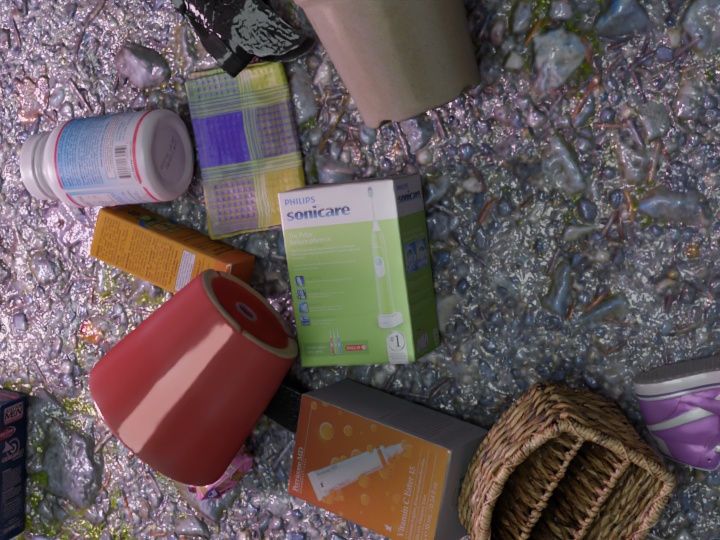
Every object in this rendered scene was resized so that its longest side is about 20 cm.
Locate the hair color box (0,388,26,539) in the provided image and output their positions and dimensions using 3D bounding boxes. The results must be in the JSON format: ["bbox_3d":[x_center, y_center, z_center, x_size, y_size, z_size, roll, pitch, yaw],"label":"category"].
[{"bbox_3d":[-0.514,0.263,1.678,0.099,0.060,0.203,10,104,22],"label":"hair color box"}]

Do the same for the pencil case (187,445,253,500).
[{"bbox_3d":[-0.223,0.192,1.522,0.200,0.086,0.083,48,148,10],"label":"pencil case"}]

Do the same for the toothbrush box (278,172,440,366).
[{"bbox_3d":[0.000,0.000,1.381,0.144,0.086,0.203,-5,98,26],"label":"toothbrush box"}]

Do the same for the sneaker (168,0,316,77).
[{"bbox_3d":[-0.148,-0.303,1.412,0.104,0.060,0.201,-40,74,12],"label":"sneaker"}]

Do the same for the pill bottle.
[{"bbox_3d":[-0.310,-0.133,1.487,0.198,0.109,0.110,-2,99,25],"label":"pill bottle"}]

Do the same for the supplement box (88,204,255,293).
[{"bbox_3d":[-0.231,-0.018,1.495,0.198,0.066,0.070,20,107,20],"label":"supplement box"}]

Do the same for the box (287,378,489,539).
[{"bbox_3d":[0.030,0.217,1.384,0.198,0.097,0.126,16,105,31],"label":"box"}]

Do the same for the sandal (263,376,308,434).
[{"bbox_3d":[-0.130,0.128,1.494,0.199,0.045,0.075,35,118,0],"label":"sandal"}]

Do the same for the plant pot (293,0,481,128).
[{"bbox_3d":[0.034,-0.257,1.277,0.198,0.200,0.185,-15,104,26],"label":"plant pot"}]

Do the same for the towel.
[{"bbox_3d":[-0.135,-0.141,1.453,0.142,0.023,0.203,-3,98,26],"label":"towel"}]

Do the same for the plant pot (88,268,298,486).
[{"bbox_3d":[-0.177,0.109,1.380,0.200,0.200,0.178,44,104,11],"label":"plant pot"}]

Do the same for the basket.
[{"bbox_3d":[0.202,0.236,1.270,0.201,0.141,0.149,-62,31,21],"label":"basket"}]

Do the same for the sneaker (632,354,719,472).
[{"bbox_3d":[0.386,0.143,1.243,0.199,0.072,0.116,-15,97,36],"label":"sneaker"}]
